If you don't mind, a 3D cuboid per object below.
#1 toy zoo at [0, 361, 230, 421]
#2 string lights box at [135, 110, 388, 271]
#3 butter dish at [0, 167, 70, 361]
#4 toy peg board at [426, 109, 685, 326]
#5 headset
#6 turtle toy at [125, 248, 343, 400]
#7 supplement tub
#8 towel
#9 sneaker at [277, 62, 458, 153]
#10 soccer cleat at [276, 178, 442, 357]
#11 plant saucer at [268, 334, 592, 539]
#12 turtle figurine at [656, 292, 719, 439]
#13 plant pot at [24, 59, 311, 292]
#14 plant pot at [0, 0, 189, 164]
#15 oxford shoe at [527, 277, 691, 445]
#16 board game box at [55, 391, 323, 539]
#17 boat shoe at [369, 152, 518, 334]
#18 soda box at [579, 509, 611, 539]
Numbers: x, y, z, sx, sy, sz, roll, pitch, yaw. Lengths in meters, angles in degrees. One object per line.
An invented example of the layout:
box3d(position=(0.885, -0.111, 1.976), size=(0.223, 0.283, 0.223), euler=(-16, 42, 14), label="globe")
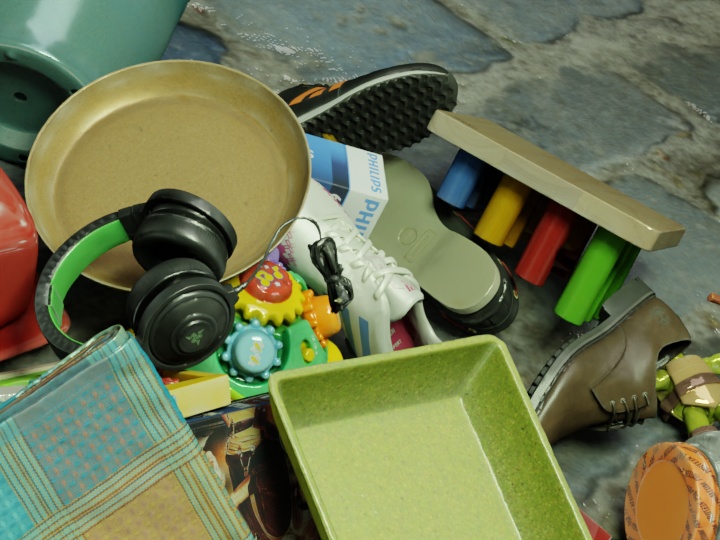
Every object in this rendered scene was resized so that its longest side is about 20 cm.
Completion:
box3d(position=(-0.173, 0.080, 1.159), size=(0.131, 0.021, 0.199), euler=(-10, 9, -40), label="toy zoo")
box3d(position=(-0.090, -0.060, 1.413), size=(0.199, 0.103, 0.059), euler=(15, 37, -17), label="string lights box")
box3d(position=(-0.299, -0.038, 1.217), size=(0.199, 0.148, 0.200), euler=(-20, 57, -44), label="butter dish")
box3d(position=(0.146, -0.038, 1.508), size=(0.198, 0.098, 0.200), euler=(30, 9, 13), label="toy peg board")
box3d(position=(-0.108, 0.013, 1.193), size=(0.199, 0.094, 0.124), euler=(-13, 48, 11), label="headset")
box3d(position=(-0.097, 0.026, 1.310), size=(0.200, 0.101, 0.145), euler=(41, 39, 19), label="turtle toy")
box3d(position=(0.303, 0.185, 1.368), size=(0.199, 0.123, 0.123), euler=(9, 41, -23), label="supplement tub")
box3d(position=(-0.144, 0.150, 1.060), size=(0.146, 0.022, 0.201), euler=(-36, 110, -19), label="towel")
box3d(position=(-0.022, -0.132, 1.506), size=(0.199, 0.070, 0.090), euler=(-23, 41, -1), label="sneaker")
box3d(position=(0.000, 0.000, 1.352), size=(0.070, 0.086, 0.200), euler=(-46, 108, -34), label="soccer cleat")
box3d(position=(0.044, 0.150, 1.168), size=(0.199, 0.048, 0.201), euler=(-8, 67, -39), label="plant saucer")
box3d(position=(0.263, 0.104, 1.483), size=(0.199, 0.065, 0.162), euler=(-7, 50, -26), label="turtle figurine")
box3d(position=(-0.133, -0.062, 1.289), size=(0.198, 0.028, 0.201), euler=(0, 57, 1), label="plant pot")
box3d(position=(-0.236, -0.191, 1.409), size=(0.199, 0.200, 0.189), euler=(20, 52, -11), label="plant pot")
box3d(position=(0.181, 0.091, 1.401), size=(0.084, 0.073, 0.200), euler=(41, 64, 16), label="oxford shoe")
box3d(position=(-0.105, 0.156, 1.139), size=(0.199, 0.137, 0.034), euler=(-11, 11, -40), label="board game box")
box3d(position=(0.054, -0.021, 1.499), size=(0.201, 0.074, 0.063), euler=(47, 1, 39), label="boat shoe")
box3d(position=(0.087, 0.221, 1.235), size=(0.070, 0.064, 0.200), euler=(41, 39, 13), label="soda box")
